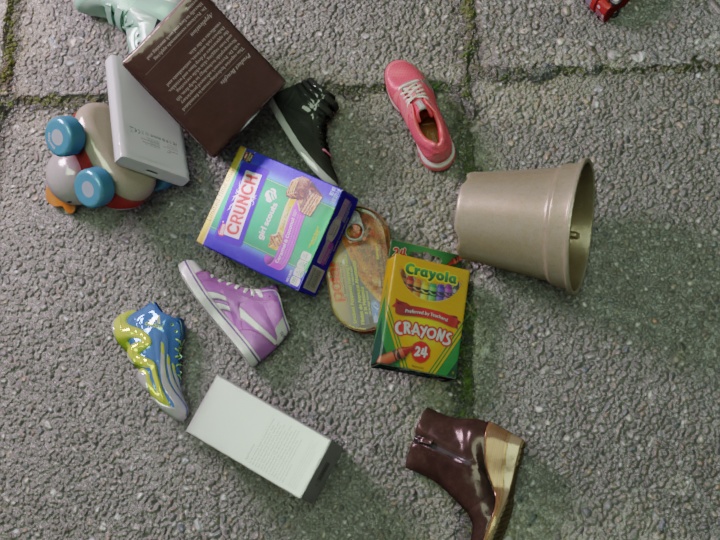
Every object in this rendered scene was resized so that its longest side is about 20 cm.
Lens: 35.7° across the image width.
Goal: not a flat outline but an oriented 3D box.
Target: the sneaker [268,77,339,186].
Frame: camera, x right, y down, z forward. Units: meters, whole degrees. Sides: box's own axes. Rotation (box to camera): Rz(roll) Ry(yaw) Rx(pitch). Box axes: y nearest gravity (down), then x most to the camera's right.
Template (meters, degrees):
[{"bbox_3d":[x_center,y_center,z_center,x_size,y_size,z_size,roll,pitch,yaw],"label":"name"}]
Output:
[{"bbox_3d":[-0.066,-0.229,1.802,0.099,0.071,0.201,-33,70,3],"label":"sneaker"}]

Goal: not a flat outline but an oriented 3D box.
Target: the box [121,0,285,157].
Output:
[{"bbox_3d":[-0.247,-0.309,1.752,0.166,0.164,0.200,-44,104,-1],"label":"box"}]

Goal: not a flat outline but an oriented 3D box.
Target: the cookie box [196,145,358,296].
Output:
[{"bbox_3d":[-0.130,-0.077,1.745,0.198,0.075,0.173,24,88,23],"label":"cookie box"}]

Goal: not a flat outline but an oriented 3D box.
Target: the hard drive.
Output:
[{"bbox_3d":[-0.343,-0.241,1.796,0.026,0.131,0.202,-34,54,34],"label":"hard drive"}]

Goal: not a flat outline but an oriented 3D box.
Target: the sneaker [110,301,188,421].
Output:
[{"bbox_3d":[-0.303,0.131,1.738,0.105,0.076,0.201,-36,73,-4],"label":"sneaker"}]

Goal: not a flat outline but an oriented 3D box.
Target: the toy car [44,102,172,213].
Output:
[{"bbox_3d":[-0.437,-0.150,1.807,0.199,0.184,0.178,-35,84,34],"label":"toy car"}]

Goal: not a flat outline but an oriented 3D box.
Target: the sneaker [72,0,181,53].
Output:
[{"bbox_3d":[-0.402,-0.415,1.890,0.197,0.074,0.120,8,70,7],"label":"sneaker"}]

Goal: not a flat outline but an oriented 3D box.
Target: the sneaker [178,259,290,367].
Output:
[{"bbox_3d":[-0.191,0.041,1.754,0.114,0.073,0.201,-41,85,-8],"label":"sneaker"}]

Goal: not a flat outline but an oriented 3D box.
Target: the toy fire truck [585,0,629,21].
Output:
[{"bbox_3d":[0.424,-0.519,1.827,0.200,0.049,0.141,-42,74,-4],"label":"toy fire truck"}]

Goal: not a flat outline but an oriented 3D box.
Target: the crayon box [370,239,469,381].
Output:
[{"bbox_3d":[0.093,0.057,1.697,0.125,0.051,0.203,11,76,-13],"label":"crayon box"}]

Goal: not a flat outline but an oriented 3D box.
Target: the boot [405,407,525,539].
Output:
[{"bbox_3d":[0.144,0.315,1.649,0.164,0.072,0.203,12,78,23],"label":"boot"}]

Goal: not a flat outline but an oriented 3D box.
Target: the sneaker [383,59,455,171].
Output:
[{"bbox_3d":[0.097,-0.261,1.782,0.073,0.087,0.202,-25,74,-1],"label":"sneaker"}]

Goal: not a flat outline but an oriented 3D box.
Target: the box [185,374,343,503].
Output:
[{"bbox_3d":[-0.139,0.252,1.659,0.198,0.124,0.098,28,81,14],"label":"box"}]

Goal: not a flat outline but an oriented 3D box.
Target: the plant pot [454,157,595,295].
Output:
[{"bbox_3d":[0.243,-0.074,1.676,0.181,0.200,0.203,7,76,21],"label":"plant pot"}]

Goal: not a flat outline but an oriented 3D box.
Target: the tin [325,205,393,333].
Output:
[{"bbox_3d":[0.000,0.000,1.753,0.110,0.042,0.203,-9,75,1],"label":"tin"}]
